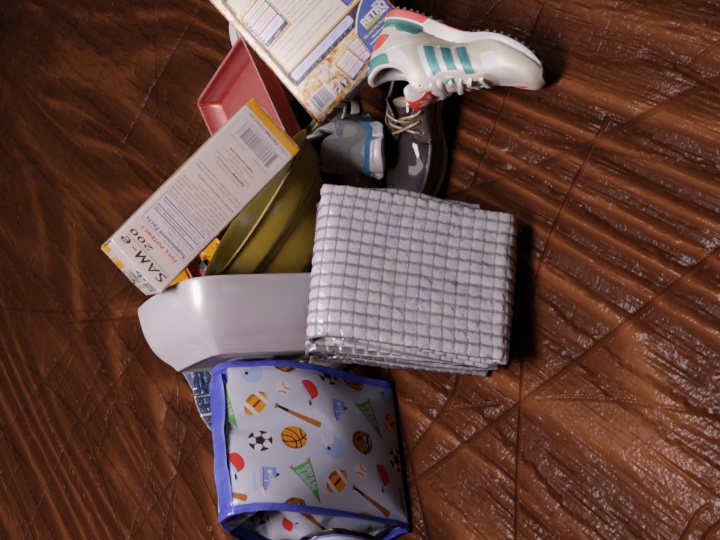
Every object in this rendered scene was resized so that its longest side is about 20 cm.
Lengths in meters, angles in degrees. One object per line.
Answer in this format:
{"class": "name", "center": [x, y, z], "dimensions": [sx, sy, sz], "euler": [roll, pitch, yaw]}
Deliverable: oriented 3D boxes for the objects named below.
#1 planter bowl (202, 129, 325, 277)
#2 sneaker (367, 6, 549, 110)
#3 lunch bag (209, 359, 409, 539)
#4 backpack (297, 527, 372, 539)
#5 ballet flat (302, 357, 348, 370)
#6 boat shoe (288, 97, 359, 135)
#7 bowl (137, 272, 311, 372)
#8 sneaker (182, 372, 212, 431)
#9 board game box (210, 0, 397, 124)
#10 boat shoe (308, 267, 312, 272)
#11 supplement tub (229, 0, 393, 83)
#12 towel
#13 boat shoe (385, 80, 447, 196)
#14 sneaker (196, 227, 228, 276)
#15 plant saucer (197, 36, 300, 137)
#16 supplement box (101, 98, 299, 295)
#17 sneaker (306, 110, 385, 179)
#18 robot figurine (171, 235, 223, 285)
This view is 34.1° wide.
{"class": "planter bowl", "center": [-0.083, -0.043, 1.246], "dimensions": [0.201, 0.083, 0.201], "euler": [-53, 12, 17]}
{"class": "sneaker", "center": [0.095, -0.199, 1.197], "dimensions": [0.198, 0.070, 0.095], "euler": [23, 82, 27]}
{"class": "lunch bag", "center": [-0.065, 0.189, 1.187], "dimensions": [0.124, 0.198, 0.172], "euler": [-39, 47, 38]}
{"class": "backpack", "center": [-0.037, 0.335, 1.105], "dimensions": [0.191, 0.199, 0.155], "euler": [-46, 47, 23]}
{"class": "ballet flat", "center": [-0.043, 0.080, 1.337], "dimensions": [0.199, 0.066, 0.072], "euler": [22, 117, 56]}
{"class": "boat shoe", "center": [-0.081, -0.187, 1.499], "dimensions": [0.200, 0.060, 0.073], "euler": [-10, 67, 52]}
{"class": "bowl", "center": [-0.118, 0.057, 1.209], "dimensions": [0.199, 0.197, 0.076], "euler": [-26, 67, 59]}
{"class": "sneaker", "center": [-0.185, 0.134, 1.486], "dimensions": [0.202, 0.076, 0.085], "euler": [60, 170, 19]}
{"class": "board game box", "center": [-0.056, -0.289, 1.312], "dimensions": [0.151, 0.200, 0.046], "euler": [-42, -3, 13]}
{"class": "boat shoe", "center": [0.000, 0.000, 1.293], "dimensions": [0.198, 0.074, 0.077], "euler": [12, 71, 39]}
{"class": "supplement tub", "center": [-0.064, -0.306, 1.454], "dimensions": [0.199, 0.144, 0.148], "euler": [9, 82, 56]}
{"class": "towel", "center": [0.048, 0.012, 1.127], "dimensions": [0.086, 0.196, 0.168], "euler": [107, 170, -64]}
{"class": "boat shoe", "center": [0.052, -0.164, 1.270], "dimensions": [0.073, 0.073, 0.203], "euler": [-5, 69, 24]}
{"class": "sneaker", "center": [-0.182, 0.033, 1.520], "dimensions": [0.121, 0.083, 0.201], "euler": [-53, 31, 18]}
{"class": "plant saucer", "center": [-0.126, -0.167, 1.475], "dimensions": [0.202, 0.036, 0.200], "euler": [66, 151, 6]}
{"class": "supplement box", "center": [-0.163, -0.070, 1.179], "dimensions": [0.200, 0.074, 0.126], "euler": [-47, 10, -13]}
{"class": "sneaker", "center": [-0.025, -0.145, 1.331], "dimensions": [0.200, 0.085, 0.076], "euler": [-136, 47, -80]}
{"class": "robot figurine", "center": [-0.199, -0.015, 1.458], "dimensions": [0.146, 0.058, 0.201], "euler": [-52, 38, 14]}
